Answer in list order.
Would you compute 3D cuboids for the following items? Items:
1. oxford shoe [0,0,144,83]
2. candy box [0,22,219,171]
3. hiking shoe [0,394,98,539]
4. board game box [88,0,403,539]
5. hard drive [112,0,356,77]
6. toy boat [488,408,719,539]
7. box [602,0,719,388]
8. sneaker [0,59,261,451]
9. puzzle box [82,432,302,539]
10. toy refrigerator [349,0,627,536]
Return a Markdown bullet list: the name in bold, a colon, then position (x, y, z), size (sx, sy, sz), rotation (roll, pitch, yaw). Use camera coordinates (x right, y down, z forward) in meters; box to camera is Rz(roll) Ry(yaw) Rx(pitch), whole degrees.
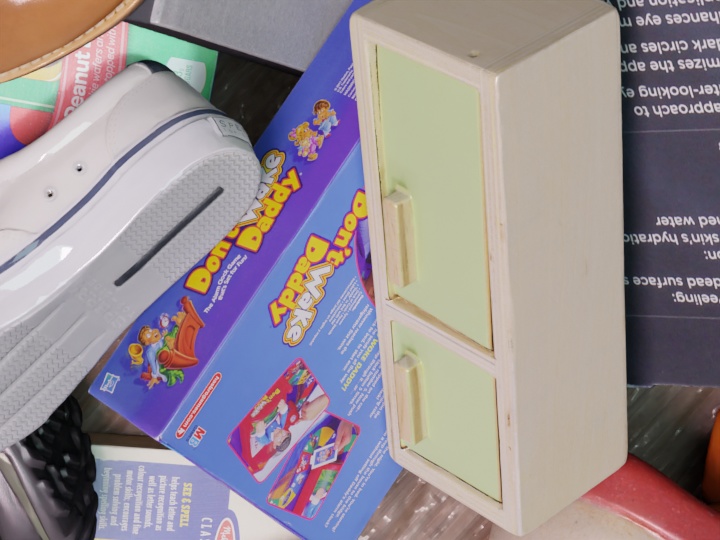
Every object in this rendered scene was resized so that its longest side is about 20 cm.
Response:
- **oxford shoe**: position (-0.165, -0.095, 0.756), size (0.199, 0.071, 0.072), rotation (-12, 91, 6)
- **candy box**: position (-0.151, -0.125, 0.849), size (0.199, 0.077, 0.170), rotation (9, 96, -10)
- **hiking shoe**: position (-0.186, 0.050, 0.873), size (0.101, 0.076, 0.200), rotation (-38, 85, 14)
- **board game box**: position (0.000, 0.000, 0.859), size (0.201, 0.045, 0.134), rotation (-56, 139, -7)
- **hard drive**: position (-0.018, -0.178, 0.826), size (0.139, 0.033, 0.201), rotation (11, 93, -54)
- **toy boat**: position (0.154, 0.115, 0.928), size (0.199, 0.131, 0.131), rotation (23, 64, -12)
- **box**: position (0.172, -0.063, 0.821), size (0.117, 0.196, 0.201), rotation (-44, 124, -41)
- **sneaker**: position (-0.127, 0.004, 0.807), size (0.200, 0.071, 0.073), rotation (-39, 145, -3)
- **puzzle box**: position (-0.079, 0.170, 0.931), size (0.132, 0.025, 0.201), rotation (5, 97, -10)
- **toy refrigerator**: position (0.048, -0.006, 0.813), size (0.070, 0.076, 0.201), rotation (-31, 131, -32)
